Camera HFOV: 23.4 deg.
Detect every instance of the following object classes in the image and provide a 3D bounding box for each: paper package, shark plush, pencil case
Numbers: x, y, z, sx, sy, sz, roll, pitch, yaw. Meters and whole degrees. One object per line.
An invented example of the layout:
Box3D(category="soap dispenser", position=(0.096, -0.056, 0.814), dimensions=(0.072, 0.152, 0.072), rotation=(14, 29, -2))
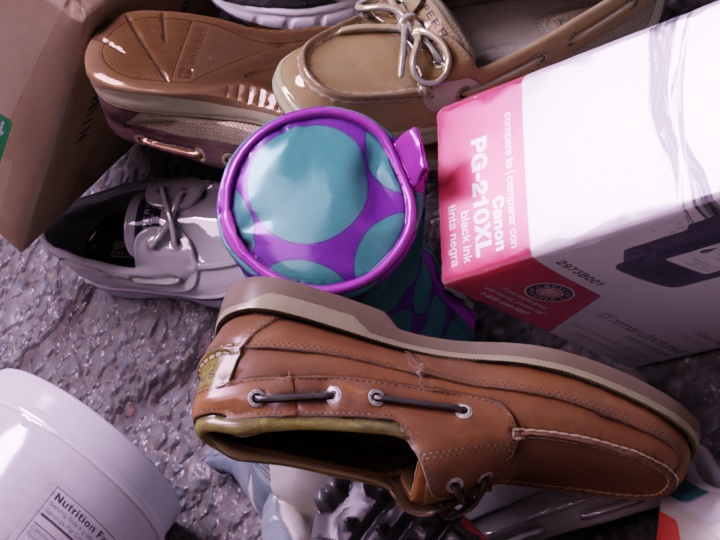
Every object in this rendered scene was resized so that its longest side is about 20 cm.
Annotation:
Box3D(category="paper package", position=(-0.155, -0.144, 0.944), dimensions=(0.191, 0.103, 0.200), rotation=(-50, -6, -39))
Box3D(category="shark plush", position=(-0.035, 0.078, 0.844), dimensions=(0.091, 0.083, 0.200), rotation=(-38, 4, -8))
Box3D(category="pencil case", position=(0.000, 0.000, 0.780), dimensions=(0.092, 0.200, 0.086), rotation=(-18, 70, 4))

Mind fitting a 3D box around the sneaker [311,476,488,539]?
Box3D(category="sneaker", position=(0.062, 0.157, 0.710), dimensions=(0.200, 0.098, 0.071), rotation=(39, 94, 20))

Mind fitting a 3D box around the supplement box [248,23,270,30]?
Box3D(category="supplement box", position=(0.005, -0.118, 0.922), dimensions=(0.069, 0.066, 0.200), rotation=(-51, 47, 10))

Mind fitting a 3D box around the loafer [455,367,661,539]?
Box3D(category="loafer", position=(0.055, 0.117, 0.769), dimensions=(0.199, 0.070, 0.070), rotation=(-34, 84, 25))

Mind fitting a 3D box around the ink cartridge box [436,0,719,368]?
Box3D(category="ink cartridge box", position=(0.152, -0.035, 0.692), dimensions=(0.199, 0.144, 0.085), rotation=(-18, 63, 37))

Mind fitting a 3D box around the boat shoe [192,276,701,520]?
Box3D(category="boat shoe", position=(0.032, 0.066, 0.680), dimensions=(0.199, 0.072, 0.068), rotation=(13, 56, 3))

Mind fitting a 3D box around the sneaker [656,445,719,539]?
Box3D(category="sneaker", position=(0.194, 0.094, 0.650), dimensions=(0.199, 0.070, 0.094), rotation=(-11, 71, 43))

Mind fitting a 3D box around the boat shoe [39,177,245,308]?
Box3D(category="boat shoe", position=(-0.104, -0.022, 0.982), dimensions=(0.199, 0.066, 0.072), rotation=(2, 74, 44))

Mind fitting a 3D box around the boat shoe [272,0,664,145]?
Box3D(category="boat shoe", position=(0.054, -0.109, 0.783), dimensions=(0.073, 0.199, 0.063), rotation=(61, 152, 32))

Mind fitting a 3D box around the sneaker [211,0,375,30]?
Box3D(category="sneaker", position=(0.015, -0.173, 0.857), dimensions=(0.199, 0.080, 0.074), rotation=(-10, 41, -2))

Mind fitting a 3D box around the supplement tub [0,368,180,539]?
Box3D(category="supplement tub", position=(-0.201, 0.166, 0.901), dimensions=(0.131, 0.132, 0.200), rotation=(10, 56, 45))

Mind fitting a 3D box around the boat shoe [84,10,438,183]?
Box3D(category="boat shoe", position=(-0.033, -0.070, 0.832), dimensions=(0.199, 0.072, 0.072), rotation=(10, 51, 9))
